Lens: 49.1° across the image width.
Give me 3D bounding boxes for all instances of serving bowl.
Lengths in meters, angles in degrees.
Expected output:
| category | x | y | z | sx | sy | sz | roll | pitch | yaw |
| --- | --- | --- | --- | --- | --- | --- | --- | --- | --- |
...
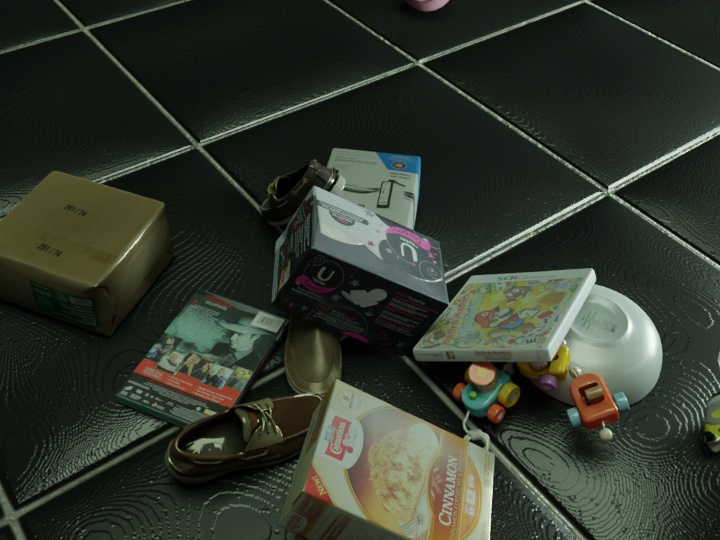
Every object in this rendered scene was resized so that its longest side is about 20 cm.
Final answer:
| category | x | y | z | sx | sy | sz | roll | pitch | yaw |
| --- | --- | --- | --- | --- | --- | --- | --- | --- | --- |
| serving bowl | 0.304 | 0.084 | 1.044 | 0.199 | 0.066 | 0.200 | 2 | 45 | -2 |

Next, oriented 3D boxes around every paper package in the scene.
| category | x | y | z | sx | sy | sz | roll | pitch | yaw |
| --- | --- | --- | --- | --- | --- | --- | --- | --- | --- |
| paper package | -0.393 | -0.028 | 1.104 | 0.199 | 0.104 | 0.191 | 16 | 48 | 13 |

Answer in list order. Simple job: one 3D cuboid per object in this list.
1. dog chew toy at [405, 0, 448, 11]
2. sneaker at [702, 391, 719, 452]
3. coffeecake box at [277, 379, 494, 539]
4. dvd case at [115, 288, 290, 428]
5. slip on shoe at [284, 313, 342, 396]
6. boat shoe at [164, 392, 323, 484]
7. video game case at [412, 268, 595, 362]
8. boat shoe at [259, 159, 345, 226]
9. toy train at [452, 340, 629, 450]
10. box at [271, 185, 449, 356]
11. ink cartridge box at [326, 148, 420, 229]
| category | x | y | z | sx | sy | sz | roll | pitch | yaw |
| --- | --- | --- | --- | --- | --- | --- | --- | --- | --- |
| dog chew toy | 0.157 | -0.657 | 1.755 | 0.124 | 0.125 | 0.200 | 11 | 38 | 9 |
| sneaker | 0.503 | 0.214 | 0.924 | 0.200 | 0.076 | 0.076 | 18 | 53 | 29 |
| coffeecake box | 0.034 | 0.227 | 0.824 | 0.200 | 0.073 | 0.154 | 26 | 38 | -7 |
| dvd case | -0.199 | 0.115 | 1.024 | 0.146 | 0.022 | 0.200 | 17 | 48 | 14 |
| slip on shoe | -0.060 | 0.082 | 1.034 | 0.076 | 0.061 | 0.200 | 3 | 45 | 0 |
| boat shoe | -0.124 | 0.187 | 0.906 | 0.200 | 0.072 | 0.076 | -19 | 64 | -23 |
| video game case | 0.188 | 0.056 | 1.019 | 0.182 | 0.023 | 0.200 | -4 | 26 | 35 |
| boat shoe | -0.099 | -0.115 | 1.155 | 0.059 | 0.200 | 0.072 | 38 | 65 | -24 |
| toy train | 0.204 | 0.144 | 0.938 | 0.199 | 0.056 | 0.150 | -17 | 45 | 10 |
| box | 0.000 | 0.000 | 1.023 | 0.200 | 0.115 | 0.132 | 24 | 37 | -22 |
| ink cartridge box | 0.010 | -0.089 | 1.193 | 0.146 | 0.084 | 0.200 | 7 | 44 | 5 |
